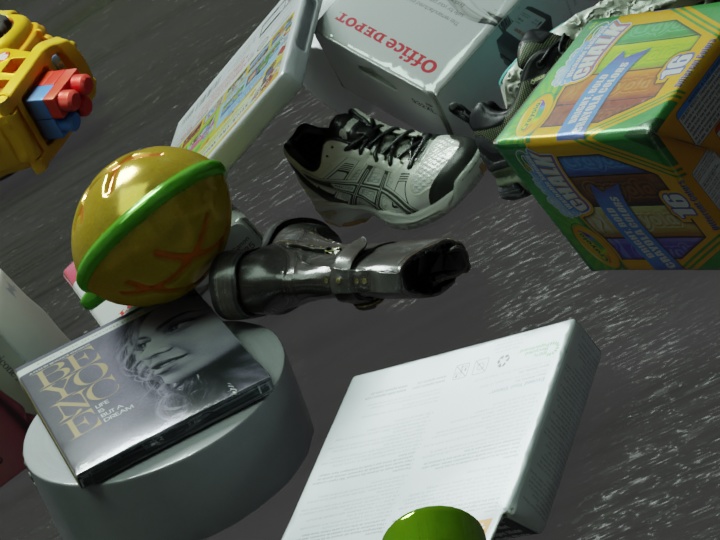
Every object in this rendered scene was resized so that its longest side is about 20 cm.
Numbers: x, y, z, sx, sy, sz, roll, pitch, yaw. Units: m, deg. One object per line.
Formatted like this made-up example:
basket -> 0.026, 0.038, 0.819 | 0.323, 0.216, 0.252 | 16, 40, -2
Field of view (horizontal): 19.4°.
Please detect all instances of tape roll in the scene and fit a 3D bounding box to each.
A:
tape roll -> -0.136, 0.117, 1.495 | 0.199, 0.067, 0.201 | -16, 26, 8

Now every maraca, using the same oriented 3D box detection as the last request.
maraca -> -0.156, -0.026, 1.562 | 0.137, 0.107, 0.200 | -34, -8, -18

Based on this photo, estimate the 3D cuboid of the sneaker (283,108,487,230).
sneaker -> 0.013, -0.085, 1.644 | 0.199, 0.088, 0.076 | -7, 40, 48

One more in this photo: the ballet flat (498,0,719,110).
ballet flat -> 0.191, -0.166, 1.552 | 0.199, 0.072, 0.072 | -35, 26, 14

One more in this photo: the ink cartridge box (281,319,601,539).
ink cartridge box -> 0.042, 0.133, 1.316 | 0.199, 0.041, 0.201 | -17, 35, 42

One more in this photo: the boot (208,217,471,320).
boot -> 0.000, 0.000, 1.546 | 0.173, 0.070, 0.200 | -4, 11, 24

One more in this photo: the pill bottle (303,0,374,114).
pill bottle -> 0.028, -0.233, 1.826 | 0.111, 0.111, 0.201 | -4, 45, 52

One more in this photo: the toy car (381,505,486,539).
toy car -> 0.127, 0.187, 1.007 | 0.199, 0.158, 0.165 | -23, 41, 11

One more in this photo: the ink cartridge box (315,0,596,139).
ink cartridge box -> 0.082, -0.213, 1.695 | 0.145, 0.084, 0.200 | 32, 73, 36

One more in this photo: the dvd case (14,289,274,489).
dvd case -> -0.158, 0.077, 1.497 | 0.148, 0.016, 0.200 | -27, 26, -11

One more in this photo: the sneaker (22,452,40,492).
sneaker -> -0.204, 0.130, 1.627 | 0.089, 0.079, 0.200 | -29, 30, 10

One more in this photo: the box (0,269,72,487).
box -> -0.343, 0.117, 1.780 | 0.199, 0.128, 0.109 | -36, 26, 12

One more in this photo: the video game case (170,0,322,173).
video game case -> -0.101, -0.132, 1.702 | 0.200, 0.023, 0.183 | -46, 19, 30

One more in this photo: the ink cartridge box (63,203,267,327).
ink cartridge box -> -0.151, 0.006, 1.736 | 0.146, 0.083, 0.200 | -43, 25, -3

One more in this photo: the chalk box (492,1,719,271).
chalk box -> 0.183, -0.084, 1.360 | 0.199, 0.124, 0.125 | 0, 47, 55

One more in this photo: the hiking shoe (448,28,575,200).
hiking shoe -> 0.159, -0.137, 1.485 | 0.199, 0.101, 0.076 | -35, 3, 14

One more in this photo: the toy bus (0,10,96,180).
toy bus -> -0.360, -0.198, 2.313 | 0.191, 0.136, 0.201 | -5, 39, 32
